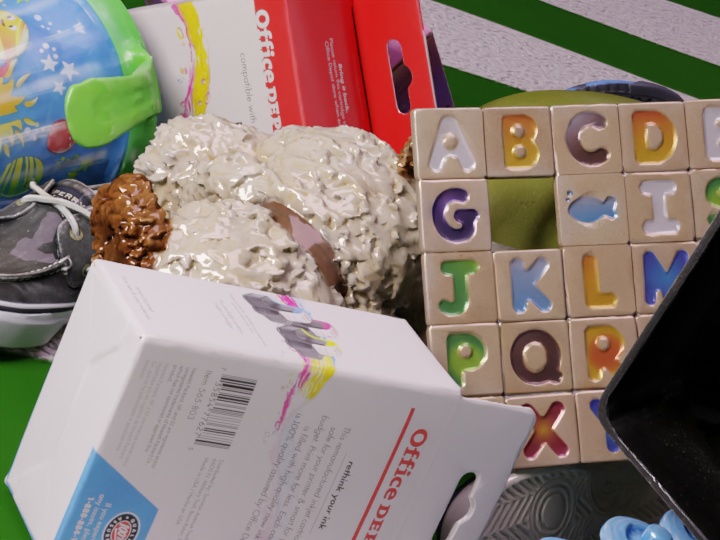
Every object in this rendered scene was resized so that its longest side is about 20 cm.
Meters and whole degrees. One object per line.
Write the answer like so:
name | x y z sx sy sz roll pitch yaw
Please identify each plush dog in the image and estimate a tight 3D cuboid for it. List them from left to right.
plush dog | -0.035 0.006 1.194 0.200 0.160 0.172 50 45 -1

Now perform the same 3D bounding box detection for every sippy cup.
sippy cup | -0.196 -0.084 1.305 0.130 0.178 0.140 -25 75 -45

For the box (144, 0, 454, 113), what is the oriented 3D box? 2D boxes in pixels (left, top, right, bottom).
box | -0.043 -0.140 1.491 0.176 0.097 0.200 45 -2 11

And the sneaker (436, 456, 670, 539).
sneaker | 0.086 0.108 1.236 0.084 0.075 0.200 17 15 37

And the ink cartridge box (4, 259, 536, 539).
ink cartridge box | -0.037 0.075 1.097 0.200 0.115 0.068 12 23 -31

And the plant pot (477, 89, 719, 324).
plant pot | 0.129 -0.011 1.291 0.187 0.188 0.200 20 -7 -11

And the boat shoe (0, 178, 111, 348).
boat shoe | -0.153 -0.014 1.255 0.072 0.071 0.200 31 21 19

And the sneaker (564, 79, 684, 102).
sneaker | 0.095 -0.072 1.496 0.200 0.066 0.078 -17 15 -14

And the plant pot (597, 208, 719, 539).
plant pot | 0.256 0.046 1.087 0.177 0.200 0.200 -21 61 -38

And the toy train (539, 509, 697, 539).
toy train | 0.134 0.168 1.105 0.114 0.087 0.200 43 26 28

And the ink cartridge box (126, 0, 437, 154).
ink cartridge box | -0.062 -0.090 1.346 0.200 0.116 0.067 -5 8 33

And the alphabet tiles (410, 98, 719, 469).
alphabet tiles | 0.125 0.004 1.178 0.200 0.168 0.008 -3 -7 -14
